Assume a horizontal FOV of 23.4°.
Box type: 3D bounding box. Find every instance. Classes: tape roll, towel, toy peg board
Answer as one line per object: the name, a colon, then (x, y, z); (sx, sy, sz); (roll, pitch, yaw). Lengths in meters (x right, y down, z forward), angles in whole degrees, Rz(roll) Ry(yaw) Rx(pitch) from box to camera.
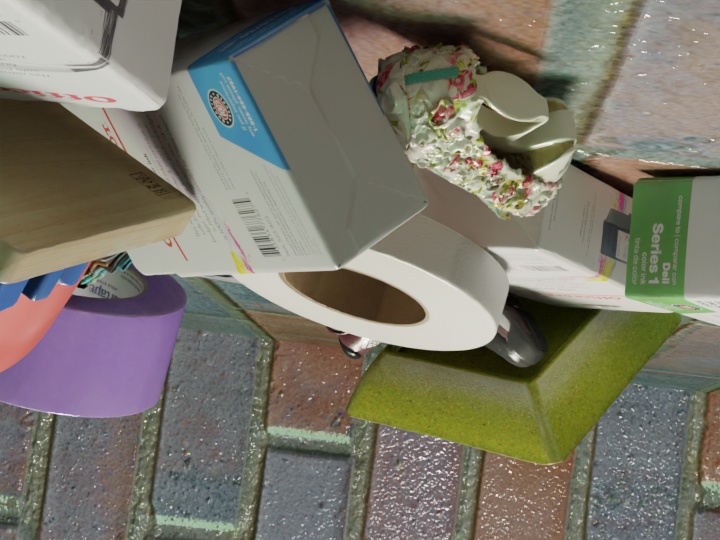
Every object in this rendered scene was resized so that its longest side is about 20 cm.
tape roll: (-0.241, 0.035, 1.344); (0.200, 0.085, 0.200); (17, -167, -4)
tape roll: (0.000, 0.000, 1.178); (0.202, 0.037, 0.203); (16, 163, 5)
towel: (-0.133, -0.039, 1.212); (0.022, 0.147, 0.200); (53, 165, -6)
toy peg board: (-0.211, -0.039, 0.805); (0.199, 0.098, 0.200); (36, -164, 9)

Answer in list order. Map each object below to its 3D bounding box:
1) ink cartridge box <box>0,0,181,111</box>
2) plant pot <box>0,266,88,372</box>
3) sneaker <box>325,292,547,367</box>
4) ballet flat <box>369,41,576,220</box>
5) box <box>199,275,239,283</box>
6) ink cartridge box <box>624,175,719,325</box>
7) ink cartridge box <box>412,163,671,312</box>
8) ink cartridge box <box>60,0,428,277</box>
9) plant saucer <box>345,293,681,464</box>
ink cartridge box: (-0.160, -0.124, 0.638); (0.145, 0.084, 0.200); (7, 175, 10)
plant pot: (-0.255, -0.035, 1.121); (0.200, 0.201, 0.177); (11, 161, -28)
sneaker: (0.044, 0.037, 1.307); (0.200, 0.116, 0.076); (44, -170, 34)
ballet flat: (0.076, -0.071, 0.910); (0.064, 0.076, 0.200); (-15, 167, 27)
box: (-0.093, -0.027, 1.490); (0.116, 0.060, 0.200); (11, 172, -28)
ink cartridge box: (0.295, -0.009, 1.121); (0.200, 0.084, 0.145); (1, 171, 40)
ink cartridge box: (0.132, -0.023, 1.213); (0.117, 0.067, 0.200); (2, 168, 37)
ink cartridge box: (-0.069, -0.062, 0.892); (0.068, 0.115, 0.200); (-37, -161, -30)
plant saucer: (0.115, 0.055, 1.345); (0.199, 0.048, 0.200); (10, -141, 37)
